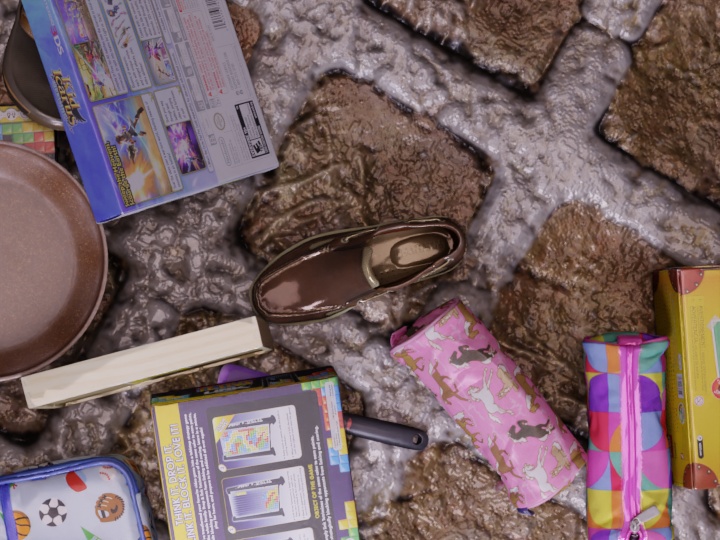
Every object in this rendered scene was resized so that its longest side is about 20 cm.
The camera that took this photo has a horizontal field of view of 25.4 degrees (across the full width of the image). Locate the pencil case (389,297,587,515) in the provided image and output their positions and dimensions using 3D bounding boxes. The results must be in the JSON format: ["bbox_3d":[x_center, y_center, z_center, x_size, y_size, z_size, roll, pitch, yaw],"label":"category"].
[{"bbox_3d":[0.113,0.118,1.421,0.086,0.083,0.200,-38,93,2],"label":"pencil case"}]

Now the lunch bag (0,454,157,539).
[{"bbox_3d":[-0.251,0.264,1.374,0.159,0.076,0.201,-11,88,-5],"label":"lunch bag"}]

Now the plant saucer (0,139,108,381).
[{"bbox_3d":[-0.310,-0.007,1.322,0.199,0.037,0.201,1,83,-13],"label":"plant saucer"}]

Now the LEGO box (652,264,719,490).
[{"bbox_3d":[0.352,0.092,1.451,0.148,0.077,0.201,-3,88,-8],"label":"LEGO box"}]

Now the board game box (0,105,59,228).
[{"bbox_3d":[-0.358,-0.054,1.380,0.199,0.057,0.166,-5,88,-6],"label":"board game box"}]

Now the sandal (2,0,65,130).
[{"bbox_3d":[-0.256,-0.215,1.375,0.081,0.055,0.201,15,64,-11],"label":"sandal"}]

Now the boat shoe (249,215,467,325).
[{"bbox_3d":[-0.002,-0.006,1.416,0.202,0.075,0.075,-21,91,-7],"label":"boat shoe"}]

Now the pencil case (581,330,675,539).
[{"bbox_3d":[0.240,0.154,1.433,0.088,0.088,0.201,-2,86,-6],"label":"pencil case"}]

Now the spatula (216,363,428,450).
[{"bbox_3d":[-0.034,0.133,1.435,0.199,0.021,0.057,14,83,-6],"label":"spatula"}]

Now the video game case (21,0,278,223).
[{"bbox_3d":[-0.176,-0.159,1.365,0.181,0.045,0.201,-21,94,-44],"label":"video game case"}]

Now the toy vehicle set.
[{"bbox_3d":[-0.176,0.079,1.358,0.199,0.124,0.027,-15,85,-1],"label":"toy vehicle set"}]

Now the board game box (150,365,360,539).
[{"bbox_3d":[-0.088,0.195,1.397,0.164,0.057,0.201,-8,98,-5],"label":"board game box"}]
